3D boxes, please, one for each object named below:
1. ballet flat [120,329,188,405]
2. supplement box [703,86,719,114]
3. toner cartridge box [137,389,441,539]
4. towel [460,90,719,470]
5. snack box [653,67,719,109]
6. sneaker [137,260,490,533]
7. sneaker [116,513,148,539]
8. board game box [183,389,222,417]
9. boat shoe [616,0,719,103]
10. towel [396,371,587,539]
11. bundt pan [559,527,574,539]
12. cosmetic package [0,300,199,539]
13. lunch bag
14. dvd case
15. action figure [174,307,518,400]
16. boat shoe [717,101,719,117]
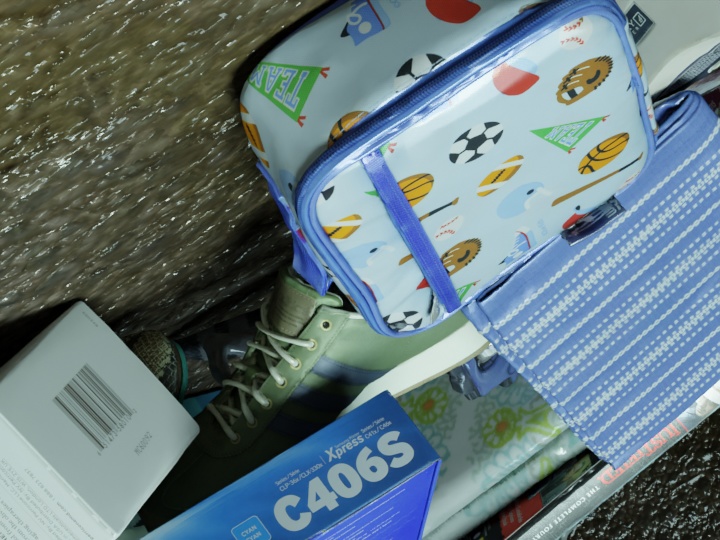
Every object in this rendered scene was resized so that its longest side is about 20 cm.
[{"bbox_3d":[-0.151,0.089,1.100,0.075,0.068,0.200,4,151,-27],"label":"ballet flat"},{"bbox_3d":[0.296,-0.107,1.383,0.199,0.103,0.131,-31,168,-14],"label":"supplement box"},{"bbox_3d":[-0.060,0.135,0.990,0.199,0.043,0.095,-30,156,-21],"label":"toner cartridge box"},{"bbox_3d":[0.134,0.008,1.084,0.145,0.024,0.200,-41,143,2],"label":"towel"},{"bbox_3d":[0.208,-0.129,1.252,0.199,0.024,0.072,-30,166,-16],"label":"snack box"},{"bbox_3d":[-0.029,0.036,1.036,0.200,0.067,0.090,-35,134,-13],"label":"sneaker"},{"bbox_3d":[-0.095,0.134,1.194,0.199,0.075,0.085,-10,-142,20],"label":"sneaker"},{"bbox_3d":[-0.120,0.129,1.361,0.151,0.047,0.200,-40,167,26],"label":"board game box"},{"bbox_3d":[0.153,-0.134,1.005,0.093,0.075,0.200,-37,178,-36],"label":"boat shoe"},{"bbox_3d":[0.055,0.059,1.262,0.200,0.172,0.048,-39,134,20],"label":"towel"},{"bbox_3d":[0.044,0.112,1.406,0.076,0.203,0.202,13,137,-43],"label":"bundt pan"},{"bbox_3d":[-0.178,0.115,1.006,0.200,0.085,0.108,-41,-174,29],"label":"cosmetic package"},{"bbox_3d":[0.037,-0.050,0.921,0.160,0.076,0.200,-35,155,-2],"label":"lunch bag"},{"bbox_3d":[0.125,0.090,1.247,0.200,0.022,0.146,-42,-169,8],"label":"dvd case"},{"bbox_3d":[0.000,0.000,1.141,0.193,0.105,0.200,-36,140,-15],"label":"action figure"},{"bbox_3d":[0.269,-0.130,1.225,0.200,0.072,0.076,-34,153,-30],"label":"boat shoe"}]
